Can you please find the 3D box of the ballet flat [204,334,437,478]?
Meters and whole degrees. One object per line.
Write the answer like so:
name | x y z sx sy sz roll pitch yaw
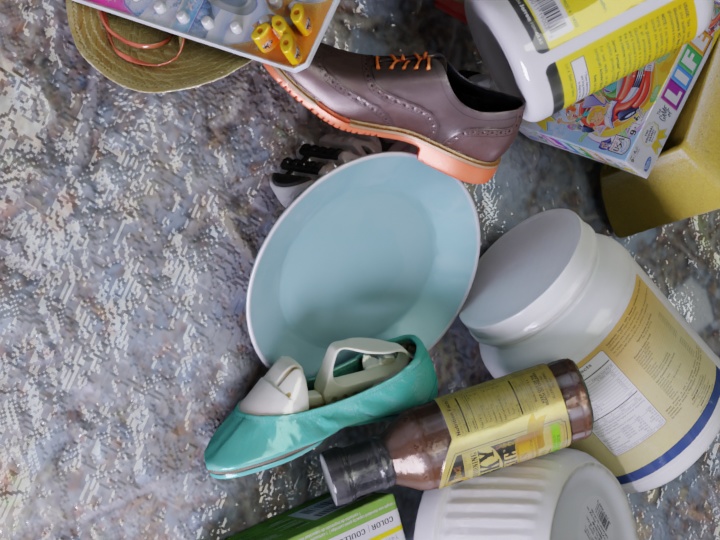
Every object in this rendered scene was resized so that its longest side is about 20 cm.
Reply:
ballet flat | -0.032 0.089 1.328 0.198 0.067 0.071 -17 111 -28

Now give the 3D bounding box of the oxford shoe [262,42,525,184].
oxford shoe | 0.023 -0.134 1.290 0.198 0.073 0.072 21 34 -20

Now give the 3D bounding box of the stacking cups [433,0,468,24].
stacking cups | 0.120 -0.288 1.422 0.060 0.061 0.201 23 102 -30

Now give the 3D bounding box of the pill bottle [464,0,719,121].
pill bottle | 0.185 -0.201 1.334 0.199 0.112 0.113 -27 104 -5

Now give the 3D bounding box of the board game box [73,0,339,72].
board game box | -0.085 -0.252 1.231 0.202 0.198 0.026 -66 157 -11

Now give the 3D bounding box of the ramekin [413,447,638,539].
ramekin | 0.134 0.227 1.376 0.199 0.104 0.203 18 68 -54

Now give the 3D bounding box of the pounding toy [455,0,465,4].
pounding toy | 0.052 -0.328 1.348 0.183 0.142 0.201 12 115 -32

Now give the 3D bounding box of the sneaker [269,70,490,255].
sneaker | 0.023 -0.086 1.380 0.199 0.075 0.082 -35 117 -22

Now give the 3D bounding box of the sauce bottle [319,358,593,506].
sauce bottle | 0.069 0.121 1.320 0.198 0.065 0.065 -18 99 -6

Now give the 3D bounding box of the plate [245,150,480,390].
plate | 0.000 0.000 1.348 0.198 0.026 0.202 -17 126 -25

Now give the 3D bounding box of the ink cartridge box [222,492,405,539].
ink cartridge box | -0.026 0.279 1.329 0.147 0.075 0.202 -20 98 -32

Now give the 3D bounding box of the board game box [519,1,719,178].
board game box | 0.215 -0.184 1.439 0.034 0.134 0.202 29 86 -43

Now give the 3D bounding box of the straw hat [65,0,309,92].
straw hat | -0.105 -0.199 1.279 0.203 0.199 0.085 -69 158 -14

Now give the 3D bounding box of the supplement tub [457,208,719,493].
supplement tub | 0.183 0.063 1.431 0.200 0.144 0.145 46 66 -23

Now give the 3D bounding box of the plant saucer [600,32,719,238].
plant saucer | 0.265 -0.138 1.466 0.048 0.200 0.202 24 75 -16
